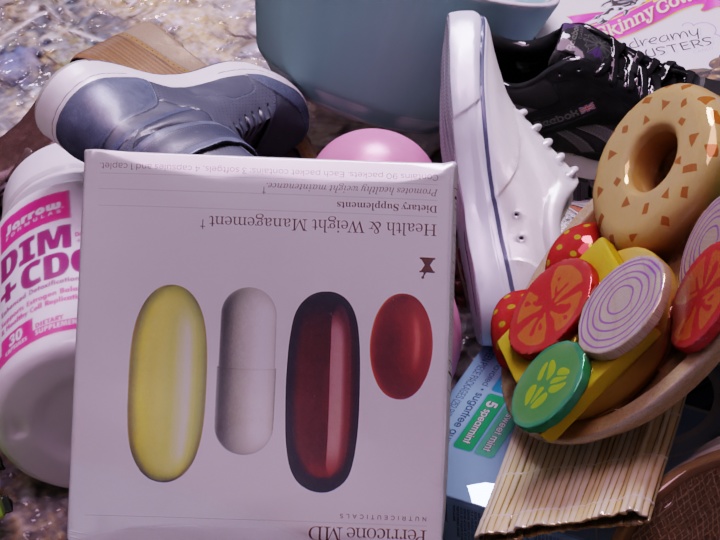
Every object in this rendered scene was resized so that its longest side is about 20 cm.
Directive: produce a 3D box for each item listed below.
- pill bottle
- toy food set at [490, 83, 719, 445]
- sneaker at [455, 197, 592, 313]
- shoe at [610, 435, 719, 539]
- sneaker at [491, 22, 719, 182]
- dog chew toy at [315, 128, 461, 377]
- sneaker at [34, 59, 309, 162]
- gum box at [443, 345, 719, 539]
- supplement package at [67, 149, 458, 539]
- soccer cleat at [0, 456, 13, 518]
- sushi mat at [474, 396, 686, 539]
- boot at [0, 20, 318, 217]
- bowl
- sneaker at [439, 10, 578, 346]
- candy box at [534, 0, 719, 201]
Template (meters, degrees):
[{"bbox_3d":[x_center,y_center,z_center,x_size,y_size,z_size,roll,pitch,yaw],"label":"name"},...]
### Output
[{"bbox_3d":[-0.159,0.020,1.706,0.113,0.114,0.200,-6,39,-3],"label":"pill bottle"},{"bbox_3d":[0.143,0.004,1.552,0.200,0.049,0.198,-46,28,13],"label":"toy food set"},{"bbox_3d":[0.121,-0.007,1.756,0.200,0.078,0.082,22,36,20],"label":"sneaker"},{"bbox_3d":[0.207,0.115,1.544,0.200,0.053,0.070,-32,86,-19],"label":"shoe"},{"bbox_3d":[0.146,-0.101,1.732,0.200,0.088,0.076,0,44,18],"label":"sneaker"},{"bbox_3d":[0.000,0.000,1.694,0.124,0.125,0.200,2,49,7],"label":"dog chew toy"},{"bbox_3d":[-0.073,-0.059,1.711,0.202,0.077,0.146,-4,35,-48],"label":"sneaker"},{"bbox_3d":[0.142,0.104,1.630,0.200,0.045,0.170,17,44,22],"label":"gum box"},{"bbox_3d":[-0.048,0.049,1.525,0.191,0.147,0.200,1,83,0],"label":"supplement package"},{"bbox_3d":[-0.248,0.081,1.683,0.081,0.068,0.200,-18,40,3],"label":"soccer cleat"},{"bbox_3d":[0.125,0.082,1.571,0.096,0.012,0.200,-12,26,22],"label":"sushi mat"},{"bbox_3d":[-0.136,-0.062,1.861,0.166,0.072,0.200,-42,55,-19],"label":"boot"},{"bbox_3d":[0.015,-0.154,1.840,0.200,0.105,0.201,17,16,-5],"label":"bowl"},{"bbox_3d":[0.087,-0.054,1.692,0.071,0.073,0.200,-7,77,-6],"label":"sneaker"},{"bbox_3d":[0.196,-0.110,1.863,0.167,0.072,0.200,-12,41,-8],"label":"candy box"}]
